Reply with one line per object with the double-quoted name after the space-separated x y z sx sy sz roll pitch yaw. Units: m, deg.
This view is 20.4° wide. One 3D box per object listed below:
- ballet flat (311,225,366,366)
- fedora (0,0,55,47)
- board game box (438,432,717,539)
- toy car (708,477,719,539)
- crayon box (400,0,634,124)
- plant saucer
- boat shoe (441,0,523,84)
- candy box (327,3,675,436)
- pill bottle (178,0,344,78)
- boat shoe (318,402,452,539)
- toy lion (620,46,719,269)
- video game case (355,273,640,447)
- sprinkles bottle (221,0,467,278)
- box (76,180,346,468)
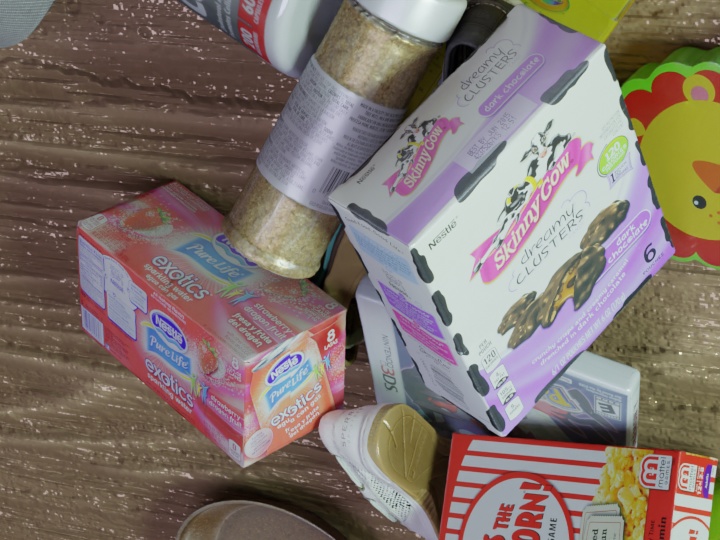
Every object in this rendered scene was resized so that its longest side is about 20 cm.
0.000 0.000 1.411 0.063 0.069 0.200 25 142 -1 "ballet flat"
-0.263 -0.215 1.362 0.200 0.177 0.090 12 165 47 "fedora"
0.139 0.192 1.345 0.200 0.046 0.152 -1 78 45 "board game box"
0.195 0.259 1.373 0.164 0.200 0.158 -11 134 34 "toy car"
0.086 -0.156 1.246 0.127 0.051 0.200 37 134 1 "crayon box"
-0.059 0.259 1.650 0.200 0.037 0.200 16 129 21 "plant saucer"
0.074 -0.076 1.239 0.067 0.057 0.200 12 129 21 "boat shoe"
0.089 -0.026 1.177 0.072 0.168 0.200 33 162 38 "candy box"
-0.083 -0.214 1.236 0.200 0.114 0.114 36 135 24 "pill bottle"
0.032 0.147 1.460 0.069 0.071 0.200 7 153 31 "boat shoe"
0.247 -0.071 1.215 0.192 0.069 0.200 39 134 10 "toy lion"
0.097 0.086 1.394 0.200 0.023 0.182 19 153 17 "video game case"
-0.012 -0.093 1.197 0.068 0.068 0.200 32 110 6 "sprinkles bottle"
-0.108 0.034 1.426 0.200 0.095 0.103 36 139 36 "box"
